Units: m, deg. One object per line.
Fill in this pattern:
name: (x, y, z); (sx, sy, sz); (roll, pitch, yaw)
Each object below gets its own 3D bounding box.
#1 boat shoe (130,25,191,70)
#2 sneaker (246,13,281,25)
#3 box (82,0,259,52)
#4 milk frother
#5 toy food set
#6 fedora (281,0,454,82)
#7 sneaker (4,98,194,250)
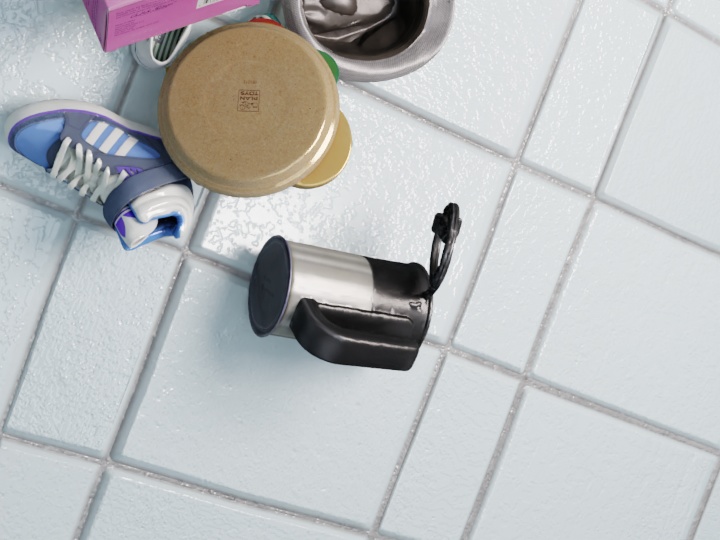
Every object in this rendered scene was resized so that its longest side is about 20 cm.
boat shoe: (-0.186, -0.308, 1.437); (0.073, 0.067, 0.203); (12, 95, -27)
sneaker: (-0.072, -0.199, 1.523); (0.080, 0.077, 0.201); (-44, 119, -35)
box: (-0.209, -0.349, 1.354); (0.174, 0.097, 0.202); (-20, 79, -18)
milk frother: (0.000, 0.000, 1.523); (0.186, 0.180, 0.202); (10, 99, -27)
toy food set: (-0.114, -0.170, 1.417); (0.197, 0.049, 0.200); (-14, 75, -3)
fedora: (-0.002, -0.301, 1.512); (0.198, 0.090, 0.179); (-11, 104, -19)
sneaker: (-0.263, -0.091, 1.396); (0.198, 0.148, 0.081); (12, 133, -31)
